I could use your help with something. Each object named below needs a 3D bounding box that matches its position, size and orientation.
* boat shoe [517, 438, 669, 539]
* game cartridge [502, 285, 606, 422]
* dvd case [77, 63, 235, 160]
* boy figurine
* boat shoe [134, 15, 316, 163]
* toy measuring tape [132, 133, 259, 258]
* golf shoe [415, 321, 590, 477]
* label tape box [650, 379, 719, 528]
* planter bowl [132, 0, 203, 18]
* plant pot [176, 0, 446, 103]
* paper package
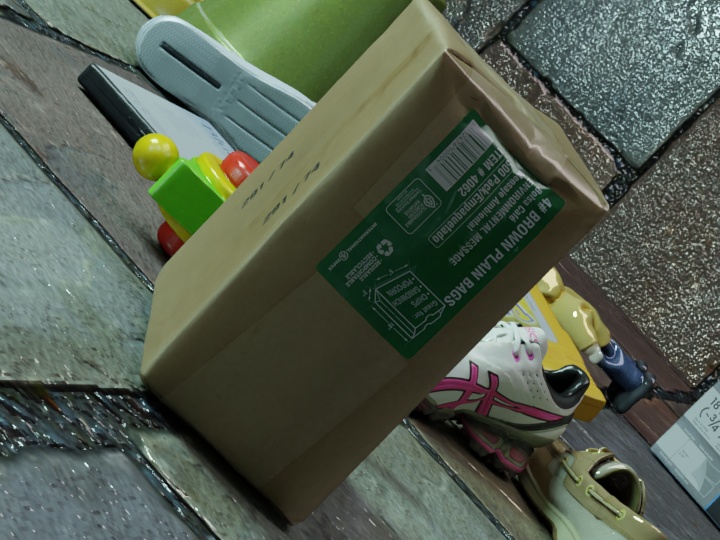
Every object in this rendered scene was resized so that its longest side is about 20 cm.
[{"bbox_3d":[0.159,0.156,1.460,0.074,0.066,0.200,42,9,-24],"label":"boat shoe"},{"bbox_3d":[0.083,0.021,1.672,0.175,0.033,0.200,19,27,-36],"label":"game cartridge"},{"bbox_3d":[-0.095,-0.061,1.424,0.143,0.018,0.200,47,8,17],"label":"dvd case"},{"bbox_3d":[0.226,0.062,2.311,0.200,0.064,0.124,42,9,-19],"label":"boy figurine"},{"bbox_3d":[-0.078,-0.119,1.616,0.200,0.072,0.062,42,10,-6],"label":"boat shoe"},{"bbox_3d":[-0.048,-0.003,1.196,0.200,0.074,0.074,44,8,-13],"label":"toy measuring tape"},{"bbox_3d":[0.072,0.057,1.428,0.200,0.092,0.073,35,14,-47],"label":"golf shoe"},{"bbox_3d":[0.420,0.170,2.271,0.144,0.200,0.063,50,9,32],"label":"label tape box"},{"bbox_3d":[-0.171,-0.281,1.914,0.200,0.083,0.200,45,8,-8],"label":"planter bowl"},{"bbox_3d":[-0.037,-0.189,1.753,0.200,0.190,0.200,44,7,-7],"label":"plant pot"},{"bbox_3d":[0.001,-0.010,1.003,0.103,0.200,0.191,43,9,-12],"label":"paper package"}]
